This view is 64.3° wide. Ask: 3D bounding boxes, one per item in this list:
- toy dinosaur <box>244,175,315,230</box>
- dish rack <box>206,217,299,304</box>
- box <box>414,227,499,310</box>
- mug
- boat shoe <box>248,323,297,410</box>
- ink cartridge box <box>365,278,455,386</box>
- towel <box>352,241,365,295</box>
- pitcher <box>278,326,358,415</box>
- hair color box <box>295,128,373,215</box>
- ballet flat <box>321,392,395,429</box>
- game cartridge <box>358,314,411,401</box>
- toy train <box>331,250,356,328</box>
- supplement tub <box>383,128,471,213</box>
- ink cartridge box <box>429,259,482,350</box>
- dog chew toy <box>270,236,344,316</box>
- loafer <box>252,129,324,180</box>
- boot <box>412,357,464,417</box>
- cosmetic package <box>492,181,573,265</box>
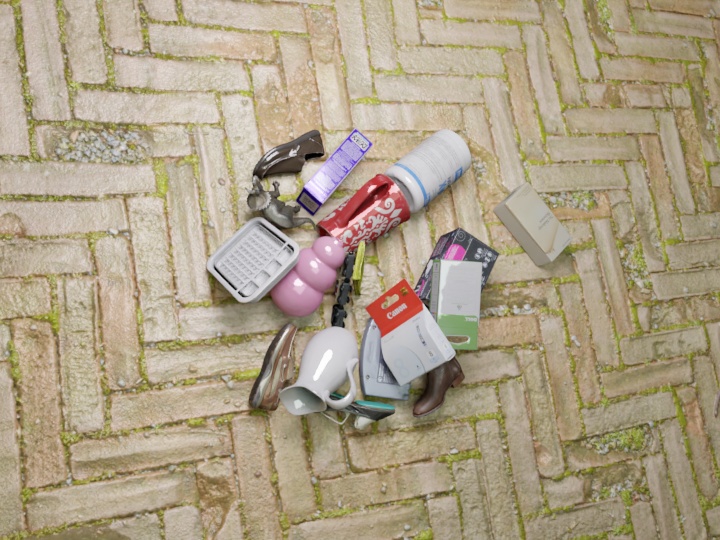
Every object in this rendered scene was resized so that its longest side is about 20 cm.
[{"bbox_3d":[-0.192,-0.138,1.317,0.200,0.077,0.103,46,36,-25],"label":"toy dinosaur"},{"bbox_3d":[-0.230,-0.019,1.255,0.172,0.200,0.044,-45,140,-10],"label":"dish rack"},{"bbox_3d":[0.232,0.019,1.422,0.132,0.115,0.201,31,76,-12],"label":"box"},{"bbox_3d":[-0.004,-0.136,1.353,0.199,0.133,0.178,-36,131,-15],"label":"mug"},{"bbox_3d":[-0.181,0.217,1.282,0.071,0.076,0.201,25,84,-16],"label":"boat shoe"},{"bbox_3d":[0.098,0.142,1.290,0.047,0.160,0.201,-28,81,-47],"label":"ink cartridge box"},{"bbox_3d":[0.000,0.000,1.307,0.018,0.200,0.087,11,78,3],"label":"towel"},{"bbox_3d":[-0.061,0.219,1.248,0.200,0.170,0.122,-57,137,-45],"label":"pitcher"},{"bbox_3d":[-0.064,-0.234,1.369,0.065,0.109,0.200,42,71,-6],"label":"hair color box"},{"bbox_3d":[-0.021,0.323,1.321,0.198,0.068,0.069,16,86,-5],"label":"ballet flat"},{"bbox_3d":[0.064,0.204,1.380,0.132,0.041,0.202,13,77,-19],"label":"game cartridge"},{"bbox_3d":[-0.040,0.045,1.326,0.034,0.046,0.202,1,113,-25],"label":"toy train"},{"bbox_3d":[0.166,-0.248,1.435,0.200,0.132,0.132,-39,94,-19],"label":"supplement tub"},{"bbox_3d":[0.216,0.078,1.316,0.103,0.059,0.202,4,88,-14],"label":"ink cartridge box"},{"bbox_3d":[-0.111,0.007,1.279,0.124,0.125,0.200,39,105,-8],"label":"dog chew toy"},{"bbox_3d":[-0.163,-0.264,1.359,0.199,0.073,0.072,-34,91,-20],"label":"loafer"},{"bbox_3d":[0.152,0.220,1.367,0.186,0.064,0.201,-38,111,-33],"label":"boot"},{"bbox_3d":[0.464,-0.124,1.543,0.103,0.073,0.200,-43,95,-19],"label":"cosmetic package"}]
